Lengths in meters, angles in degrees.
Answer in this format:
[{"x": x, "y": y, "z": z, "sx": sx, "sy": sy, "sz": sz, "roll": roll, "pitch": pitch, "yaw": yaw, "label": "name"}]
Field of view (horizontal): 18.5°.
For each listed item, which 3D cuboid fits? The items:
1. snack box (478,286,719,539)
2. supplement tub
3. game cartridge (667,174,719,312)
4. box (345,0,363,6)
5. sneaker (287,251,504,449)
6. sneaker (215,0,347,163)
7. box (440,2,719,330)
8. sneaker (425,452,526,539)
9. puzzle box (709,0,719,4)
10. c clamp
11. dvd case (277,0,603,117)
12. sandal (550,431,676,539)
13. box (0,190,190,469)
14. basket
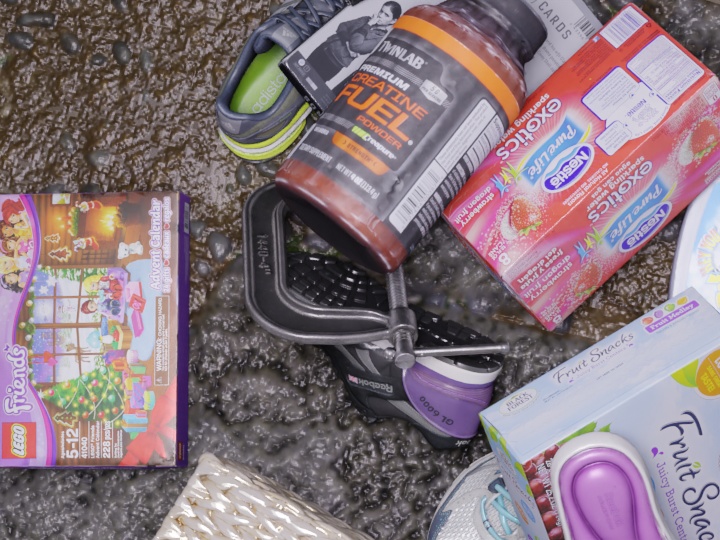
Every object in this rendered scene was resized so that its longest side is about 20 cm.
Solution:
[{"x": 0.186, "y": 0.135, "z": 1.453, "sx": 0.168, "sy": 0.200, "sz": 0.068, "roll": -29, "pitch": 39, "yaw": -10, "label": "snack box"}, {"x": 0.039, "y": -0.104, "z": 1.486, "sx": 0.107, "sy": 0.107, "sz": 0.200, "roll": 36, "pitch": 80, "yaw": 10, "label": "supplement tub"}, {"x": 0.286, "y": -0.004, "z": 1.547, "sx": 0.133, "sy": 0.040, "sz": 0.201, "roll": 13, "pitch": 86, "yaw": 13, "label": "game cartridge"}, {"x": 0.037, "y": -0.305, "z": 1.567, "sx": 0.193, "sy": 0.048, "sz": 0.200, "roll": -29, "pitch": 52, "yaw": 6, "label": "box"}, {"x": 0.000, "y": 0.060, "z": 1.562, "sx": 0.200, "sy": 0.076, "sz": 0.088, "roll": 29, "pitch": 118, "yaw": 24, "label": "sneaker"}, {"x": -0.036, "y": -0.168, "z": 1.586, "sx": 0.074, "sy": 0.081, "sz": 0.200, "roll": 33, "pitch": 89, "yaw": 10, "label": "sneaker"}, {"x": 0.158, "y": -0.070, "z": 1.526, "sx": 0.200, "sy": 0.095, "sz": 0.100, "roll": -43, "pitch": 51, "yaw": 1, "label": "box"}, {"x": 0.126, "y": 0.142, "z": 1.527, "sx": 0.200, "sy": 0.086, "sz": 0.078, "roll": -36, "pitch": 79, "yaw": 3, "label": "sneaker"}, {"x": 0.308, "y": -0.278, "z": 1.578, "sx": 0.133, "sy": 0.025, "sz": 0.201, "roll": 19, "pitch": 87, "yaw": 10, "label": "puzzle box"}, {"x": 0.000, "y": 0.000, "z": 1.542, "sx": 0.170, "sy": 0.027, "sz": 0.200, "roll": -4, "pitch": 42, "yaw": -9, "label": "c clamp"}, {"x": 0.064, "y": -0.151, "z": 1.559, "sx": 0.200, "sy": 0.025, "sz": 0.150, "roll": -41, "pitch": 96, "yaw": -12, "label": "dvd case"}, {"x": 0.170, "y": 0.194, "z": 1.375, "sx": 0.082, "sy": 0.050, "sz": 0.203, "roll": -25, "pitch": 110, "yaw": 13, "label": "sandal"}, {"x": -0.194, "y": 0.044, "z": 1.608, "sx": 0.136, "sy": 0.039, "sz": 0.201, "roll": -1, "pitch": 84, "yaw": 9, "label": "box"}, {"x": -0.051, "y": 0.241, "z": 1.487, "sx": 0.200, "sy": 0.198, "sz": 0.161, "roll": 30, "pitch": 87, "yaw": 11, "label": "basket"}]
